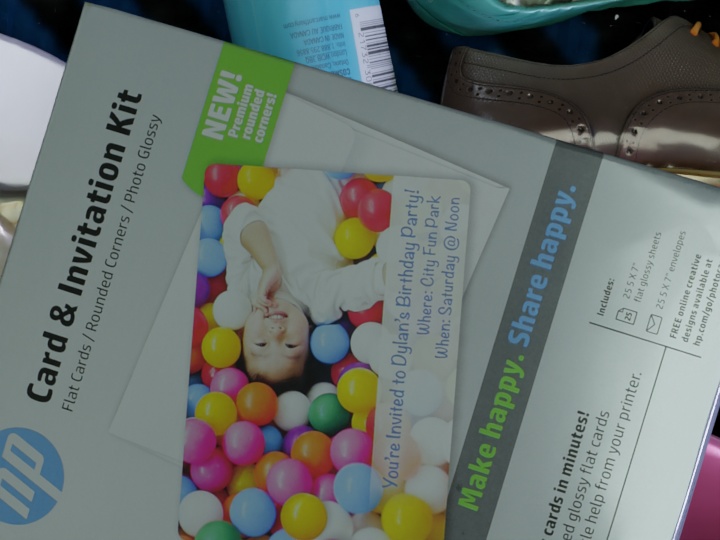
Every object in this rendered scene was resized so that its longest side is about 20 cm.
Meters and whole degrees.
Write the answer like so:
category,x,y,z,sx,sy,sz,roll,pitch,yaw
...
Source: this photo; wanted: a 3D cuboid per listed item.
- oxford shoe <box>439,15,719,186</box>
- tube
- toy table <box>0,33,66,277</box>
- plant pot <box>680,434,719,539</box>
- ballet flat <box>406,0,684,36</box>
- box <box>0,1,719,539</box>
category,x,y,z,sx,sy,sz,roll,pitch,yaw
oxford shoe,0.125,-0.052,0.781,0.199,0.071,0.073,-4,85,-7
tube,0.000,0.000,0.778,0.077,0.050,0.201,-15,95,-39
toy table,-0.108,0.004,0.737,0.200,0.117,0.184,34,89,-7
plant pot,0.108,0.174,0.739,0.200,0.200,0.179,32,106,-6
ballet flat,0.110,-0.121,0.774,0.200,0.070,0.068,-15,94,-5
box,-0.003,0.027,0.644,0.200,0.041,0.156,18,92,11
